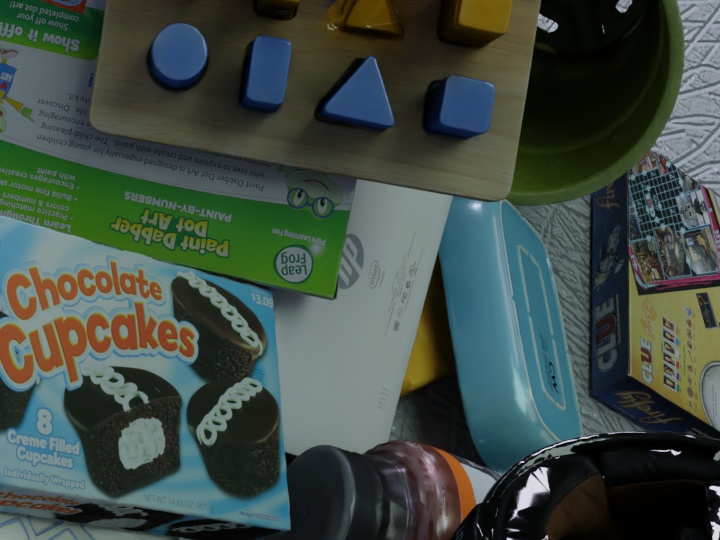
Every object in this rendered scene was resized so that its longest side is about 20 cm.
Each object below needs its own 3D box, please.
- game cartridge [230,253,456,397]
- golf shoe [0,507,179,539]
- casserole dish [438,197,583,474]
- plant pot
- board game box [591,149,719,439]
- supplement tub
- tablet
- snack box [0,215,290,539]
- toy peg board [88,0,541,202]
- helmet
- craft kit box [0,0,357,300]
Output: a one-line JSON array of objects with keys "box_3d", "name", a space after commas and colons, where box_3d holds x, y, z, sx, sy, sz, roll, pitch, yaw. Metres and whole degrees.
[{"box_3d": [-0.026, -0.005, 1.057, 0.199, 0.032, 0.178, -21, 82, -49], "name": "game cartridge"}, {"box_3d": [-0.160, 0.119, 0.825, 0.199, 0.078, 0.098, 17, 37, -45], "name": "golf shoe"}, {"box_3d": [0.089, 0.038, 1.112, 0.121, 0.038, 0.202, 40, 37, -54], "name": "casserole dish"}, {"box_3d": [0.117, -0.169, 1.214, 0.201, 0.199, 0.190, 50, 27, -9], "name": "plant pot"}, {"box_3d": [0.213, 0.021, 1.284, 0.135, 0.034, 0.202, 31, 47, -29], "name": "board game box"}, {"box_3d": [0.048, 0.151, 0.975, 0.199, 0.107, 0.108, 24, 50, -34], "name": "supplement tub"}, {"box_3d": [0.000, 0.000, 0.986, 0.130, 0.014, 0.202, 25, 77, -53], "name": "tablet"}, {"box_3d": [-0.115, 0.048, 0.823, 0.199, 0.037, 0.117, 16, 60, -44], "name": "snack box"}, {"box_3d": [-0.009, -0.146, 0.844, 0.198, 0.098, 0.202, 9, 90, -6], "name": "toy peg board"}, {"box_3d": [0.123, 0.189, 0.855, 0.197, 0.192, 0.201, 0, 36, 0], "name": "helmet"}, {"box_3d": [-0.088, -0.103, 0.905, 0.198, 0.049, 0.200, 13, 87, -6], "name": "craft kit box"}]
